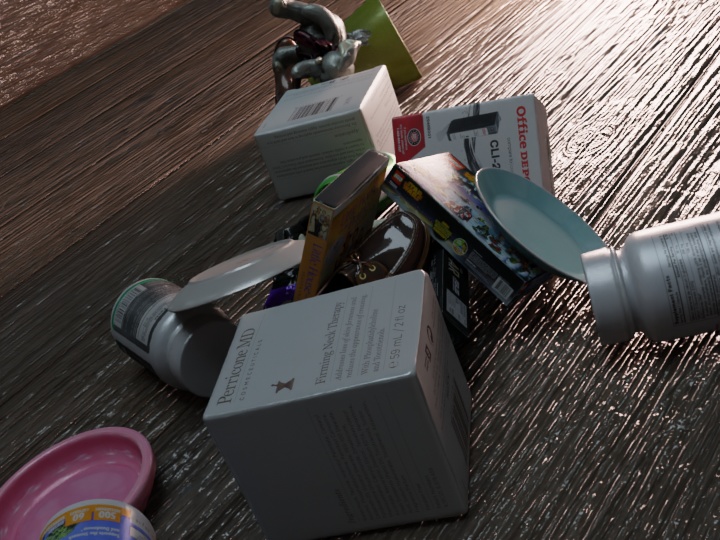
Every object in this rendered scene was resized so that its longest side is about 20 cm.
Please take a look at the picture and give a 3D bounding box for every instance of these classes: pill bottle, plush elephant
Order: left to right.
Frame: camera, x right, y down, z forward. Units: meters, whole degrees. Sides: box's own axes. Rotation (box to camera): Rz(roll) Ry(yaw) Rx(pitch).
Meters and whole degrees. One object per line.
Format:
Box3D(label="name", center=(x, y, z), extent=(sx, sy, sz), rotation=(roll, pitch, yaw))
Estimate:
Box3D(label="pill bottle", center=(-0.228, 0.299, 0.780), extent=(0.111, 0.113, 0.200), rotation=(-22, 27, -2))
Box3D(label="pill bottle", center=(-0.228, 0.084, 1.156), extent=(0.113, 0.114, 0.199), rotation=(-35, 31, -24))
Box3D(label="plush elephant", center=(-0.071, -0.389, 1.676), extent=(0.198, 0.165, 0.156), rotation=(3, 50, -10))
Box3D(label="pill bottle", center=(0.326, 0.006, 0.907), extent=(0.198, 0.114, 0.114), rotation=(-14, 29, 14))

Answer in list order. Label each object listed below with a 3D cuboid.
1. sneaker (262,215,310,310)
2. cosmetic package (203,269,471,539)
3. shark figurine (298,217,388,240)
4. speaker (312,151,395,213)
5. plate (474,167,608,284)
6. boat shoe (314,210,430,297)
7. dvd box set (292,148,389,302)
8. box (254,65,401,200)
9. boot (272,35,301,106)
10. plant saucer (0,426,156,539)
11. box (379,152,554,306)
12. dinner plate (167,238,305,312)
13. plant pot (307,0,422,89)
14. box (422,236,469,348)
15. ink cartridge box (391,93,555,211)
Box3D(label="sneaker", center=(-0.094, -0.005, 1.231), extent=(0.069, 0.100, 0.201), rotation=(-9, 30, 26))
Box3D(label="cosmetic package", center=(-0.011, 0.130, 0.869), extent=(0.198, 0.167, 0.168), rotation=(-14, 29, 15))
Box3D(label="shark figurine", center=(0.006, -0.020, 1.223), extent=(0.214, 0.090, 0.128), rotation=(-37, 64, -11))
Box3D(label="speaker", center=(0.003, -0.116, 1.335), extent=(0.088, 0.089, 0.200), rotation=(-7, 15, 25))
Box3D(label="plate", center=(0.208, -0.045, 1.050), extent=(0.026, 0.199, 0.201), rotation=(-55, 14, 28))
Box3D(label="boat shoe", center=(0.000, 0.019, 0.987), extent=(0.070, 0.070, 0.201), rotation=(32, 88, 37))
Box3D(label="dvd box set", center=(-0.026, -0.023, 1.046), extent=(0.029, 0.201, 0.146), rotation=(24, 36, 14))
Box3D(label="box", center=(-0.046, -0.237, 1.573), extent=(0.197, 0.132, 0.201), rotation=(-10, 29, 21))
Box3D(label="boot", center=(-0.134, -0.348, 1.791), extent=(0.064, 0.188, 0.200), rotation=(-3, 24, -8))
Box3D(label="plant saucer", center=(-0.307, 0.253, 0.982), extent=(0.199, 0.051, 0.201), rotation=(-16, 29, 9))
Box3D(label="box", center=(0.133, -0.054, 1.053), extent=(0.200, 0.040, 0.137), rotation=(44, 30, 16))
Box3D(label="dinner plate", center=(-0.137, -0.002, 1.079), extent=(0.198, 0.024, 0.200), rotation=(-20, 9, 3))
Box3D(label="plant pot", center=(-0.007, -0.418, 1.839), extent=(0.199, 0.188, 0.188), rotation=(-30, 27, 9))
Box3D(label="box", center=(0.049, 0.048, 1.028), extent=(0.160, 0.043, 0.201), rotation=(-41, 19, 25))
Box3D(label="ink cartridge box", center=(0.152, -0.145, 1.234), extent=(0.198, 0.146, 0.084), rotation=(-7, -4, 20))
